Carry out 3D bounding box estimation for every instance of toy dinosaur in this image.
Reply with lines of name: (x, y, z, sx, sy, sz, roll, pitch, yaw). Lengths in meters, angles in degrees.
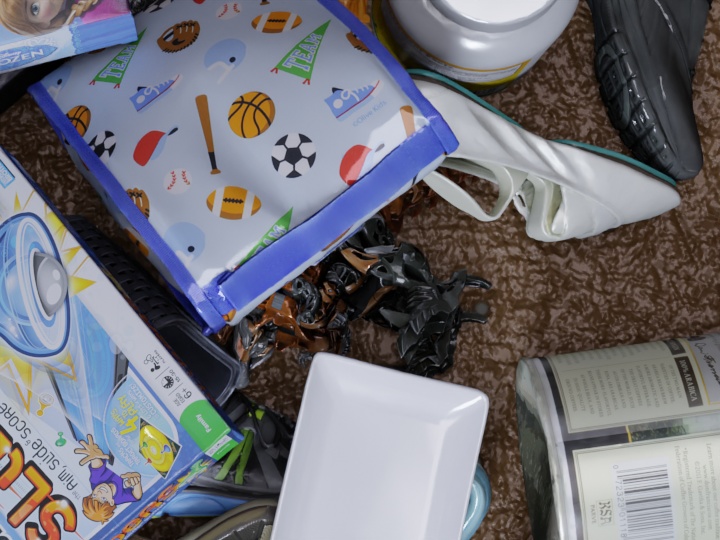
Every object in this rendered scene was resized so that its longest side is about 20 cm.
toy dinosaur: (0.000, 0.000, 1.416, 0.136, 0.102, 0.200, 42, 93, 19)

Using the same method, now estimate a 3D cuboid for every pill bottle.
pill bottle: (0.066, -0.164, 1.372, 0.113, 0.200, 0.113, 0, 87, -3)

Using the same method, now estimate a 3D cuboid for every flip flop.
flip flop: (-0.119, 0.178, 1.401, 0.200, 0.058, 0.081, -30, 133, 17)

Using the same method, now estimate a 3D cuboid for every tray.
tray: (0.001, 0.154, 1.354, 0.107, 0.022, 0.200, 14, 81, -10)

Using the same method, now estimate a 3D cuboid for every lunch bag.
lunch bag: (-0.057, -0.065, 1.307, 0.170, 0.200, 0.124, -38, 130, -6)

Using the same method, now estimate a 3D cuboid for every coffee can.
coffee can: (0.200, 0.108, 1.390, 0.200, 0.146, 0.146, -7, 87, -3)

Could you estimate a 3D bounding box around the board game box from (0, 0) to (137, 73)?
board game box: (-0.241, -0.195, 1.305, 0.199, 0.043, 0.200, -16, 73, -5)

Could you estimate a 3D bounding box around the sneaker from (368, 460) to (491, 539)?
sneaker: (-0.011, 0.168, 1.408, 0.200, 0.082, 0.074, -38, 88, -4)

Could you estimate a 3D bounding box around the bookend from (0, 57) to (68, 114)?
bookend: (-0.223, -0.193, 1.413, 0.199, 0.092, 0.200, -40, 90, -5)

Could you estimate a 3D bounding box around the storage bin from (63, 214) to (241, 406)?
storage bin: (-0.178, 0.082, 1.335, 0.200, 0.135, 0.094, -47, 67, -2)

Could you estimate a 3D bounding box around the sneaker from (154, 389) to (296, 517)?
sneaker: (-0.072, 0.101, 1.414, 0.199, 0.071, 0.083, -2, 93, 0)

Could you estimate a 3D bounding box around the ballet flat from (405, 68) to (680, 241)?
ballet flat: (0.094, -0.053, 1.413, 0.200, 0.069, 0.069, 22, 85, -24)

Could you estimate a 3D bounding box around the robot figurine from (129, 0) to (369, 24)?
robot figurine: (-0.086, -0.201, 1.400, 0.200, 0.058, 0.145, 7, 85, -28)

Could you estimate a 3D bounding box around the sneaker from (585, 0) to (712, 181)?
sneaker: (0.179, -0.153, 1.444, 0.091, 0.076, 0.200, -16, 89, -10)

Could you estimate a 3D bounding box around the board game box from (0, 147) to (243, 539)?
board game box: (-0.174, 0.053, 1.238, 0.135, 0.034, 0.200, -41, 74, 0)
